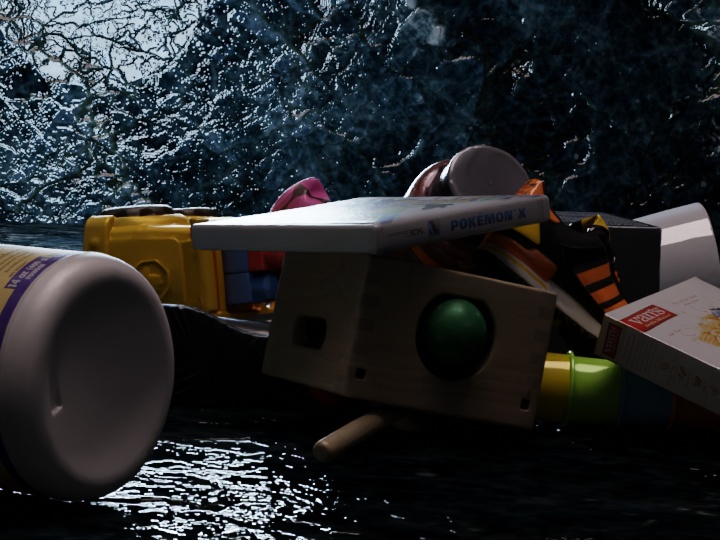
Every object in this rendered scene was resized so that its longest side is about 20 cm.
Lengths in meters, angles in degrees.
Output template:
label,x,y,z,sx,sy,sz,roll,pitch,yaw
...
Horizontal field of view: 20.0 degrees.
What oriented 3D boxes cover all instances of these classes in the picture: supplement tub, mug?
label,x,y,z,sx,sy,sz,roll,pitch,yaw
supplement tub,0.072,-0.019,1.655,0.106,0.108,0.200,0,-29,-19
supplement tub,-0.228,0.056,1.232,0.198,0.147,0.145,5,6,32
mug,0.271,0.031,2.034,0.152,0.188,0.150,-7,38,-2

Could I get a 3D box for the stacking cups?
label,x,y,z,sx,sy,sz,roll,pitch,yaw
stacking cups,0.212,0.094,1.538,0.198,0.061,0.061,6,4,-4

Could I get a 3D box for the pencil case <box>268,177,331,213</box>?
label,x,y,z,sx,sy,sz,roll,pitch,yaw
pencil case,0.001,-0.010,1.983,0.199,0.091,0.094,37,41,4

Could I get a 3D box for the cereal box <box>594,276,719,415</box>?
label,x,y,z,sx,sy,sz,roll,pitch,yaw
cereal box,0.290,0.070,1.495,0.199,0.040,0.143,27,26,30

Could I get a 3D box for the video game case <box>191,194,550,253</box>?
label,x,y,z,sx,sy,sz,roll,pitch,yaw
video game case,0.007,-0.035,1.495,0.181,0.022,0.199,-11,9,-43

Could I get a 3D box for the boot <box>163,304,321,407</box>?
label,x,y,z,sx,sy,sz,roll,pitch,yaw
boot,-0.095,0.063,1.655,0.196,0.074,0.162,9,7,1

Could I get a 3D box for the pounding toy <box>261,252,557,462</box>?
label,x,y,z,sx,sy,sz,roll,pitch,yaw
pounding toy,0.026,0.065,1.468,0.183,0.144,0.200,11,-1,-24

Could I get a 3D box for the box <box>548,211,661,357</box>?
label,x,y,z,sx,sy,sz,roll,pitch,yaw
box,0.177,0.029,1.723,0.106,0.150,0.200,1,5,-6

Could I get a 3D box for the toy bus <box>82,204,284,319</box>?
label,x,y,z,sx,sy,sz,roll,pitch,yaw
toy bus,-0.123,0.003,1.813,0.190,0.137,0.200,-7,-2,26

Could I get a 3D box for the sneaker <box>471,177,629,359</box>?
label,x,y,z,sx,sy,sz,roll,pitch,yaw
sneaker,0.179,0.008,1.569,0.200,0.090,0.070,36,-11,-27
